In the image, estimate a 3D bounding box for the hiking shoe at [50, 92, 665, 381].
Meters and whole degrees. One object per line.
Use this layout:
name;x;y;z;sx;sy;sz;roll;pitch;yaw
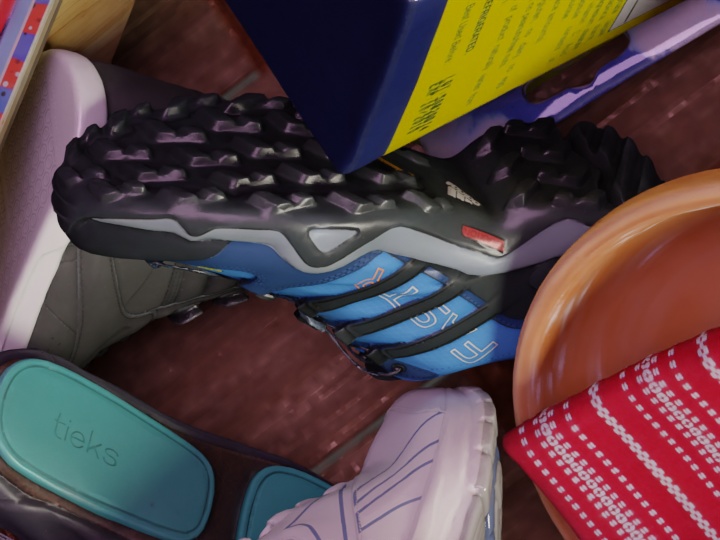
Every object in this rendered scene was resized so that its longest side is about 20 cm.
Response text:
hiking shoe;0.000;0.000;0.792;0.199;0.075;0.087;4;121;-15

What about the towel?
towel;0.152;0.070;0.738;0.199;0.023;0.145;-28;106;41

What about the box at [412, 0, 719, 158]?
box;0.033;-0.138;0.860;0.122;0.048;0.201;-31;77;9

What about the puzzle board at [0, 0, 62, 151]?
puzzle board;-0.167;-0.090;0.804;0.150;0.017;0.201;16;76;21

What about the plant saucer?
plant saucer;0.144;0.050;0.767;0.199;0.038;0.201;15;130;19

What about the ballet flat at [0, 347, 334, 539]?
ballet flat;-0.056;0.088;0.827;0.199;0.073;0.073;31;92;-24

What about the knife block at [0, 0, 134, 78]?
knife block;-0.174;-0.045;0.824;0.064;0.175;0.201;49;135;23

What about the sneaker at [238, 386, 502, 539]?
sneaker;-0.002;0.092;0.763;0.086;0.200;0.075;3;115;8

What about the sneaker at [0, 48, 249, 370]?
sneaker;-0.092;0.017;0.862;0.201;0.099;0.071;-61;41;31

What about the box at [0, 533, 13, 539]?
box;-0.095;0.193;0.811;0.199;0.047;0.194;27;119;15

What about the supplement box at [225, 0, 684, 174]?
supplement box;0.056;-0.134;0.750;0.199;0.109;0.110;-28;74;-21
